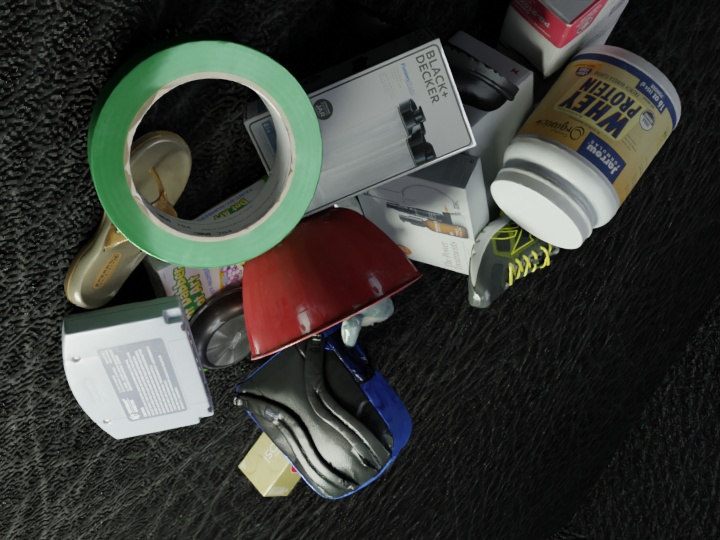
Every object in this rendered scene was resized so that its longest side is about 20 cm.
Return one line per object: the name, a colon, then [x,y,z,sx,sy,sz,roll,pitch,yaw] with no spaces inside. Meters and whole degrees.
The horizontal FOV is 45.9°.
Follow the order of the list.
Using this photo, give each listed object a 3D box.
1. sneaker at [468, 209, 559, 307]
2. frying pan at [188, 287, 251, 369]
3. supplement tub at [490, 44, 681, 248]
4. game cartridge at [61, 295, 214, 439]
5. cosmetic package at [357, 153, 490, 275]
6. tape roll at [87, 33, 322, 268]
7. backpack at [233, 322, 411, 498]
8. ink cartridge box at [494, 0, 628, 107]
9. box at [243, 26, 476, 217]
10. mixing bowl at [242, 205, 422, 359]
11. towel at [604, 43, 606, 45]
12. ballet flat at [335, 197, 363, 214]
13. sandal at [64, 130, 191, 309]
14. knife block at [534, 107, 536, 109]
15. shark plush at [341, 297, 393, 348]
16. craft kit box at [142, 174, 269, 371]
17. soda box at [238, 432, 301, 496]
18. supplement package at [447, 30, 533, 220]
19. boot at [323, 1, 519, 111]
sneaker: [0.193,-0.027,1.032,0.200,0.084,0.075,-54,150,-37]
frying pan: [-0.135,0.084,0.991,0.115,0.031,0.190,-46,147,-1]
supplement tub: [0.255,-0.139,0.974,0.200,0.144,0.144,-53,151,-10]
game cartridge: [-0.237,0.107,0.899,0.133,0.041,0.200,-13,139,-9]
cosmetic package: [0.077,-0.076,1.035,0.052,0.150,0.200,-62,155,-22]
tape roll: [-0.134,-0.103,0.747,0.200,0.048,0.201,-8,113,-19]
backpack: [-0.027,0.177,1.114,0.162,0.200,0.168,-41,172,23]
ink cartridge box: [0.241,-0.301,1.005,0.145,0.084,0.200,-41,169,-12]
box: [-0.001,-0.142,0.830,0.200,0.060,0.117,-21,115,3]
mixing bowl: [-0.046,0.000,0.887,0.200,0.109,0.200,-26,-178,1]
towel: [0.313,-0.231,1.189,0.023,0.144,0.200,-5,139,-7]
ballet flat: [-0.009,-0.040,1.053,0.069,0.069,0.200,-44,149,-8]
sandal: [-0.211,-0.038,0.803,0.080,0.054,0.200,10,117,-56]
knife block: [0.285,-0.192,1.124,0.200,0.175,0.064,-49,153,-23]
shark plush: [0.000,0.000,1.035,0.083,0.091,0.200,-16,132,-11]
craft kit box: [-0.134,0.001,0.961,0.197,0.049,0.200,-32,146,-20]
soda box: [-0.090,0.238,1.263,0.200,0.068,0.064,-53,150,7]
supplement package: [0.133,-0.166,1.041,0.117,0.117,0.200,-41,150,-14]
boot: [0.046,-0.172,0.899,0.211,0.079,0.158,19,111,-15]
